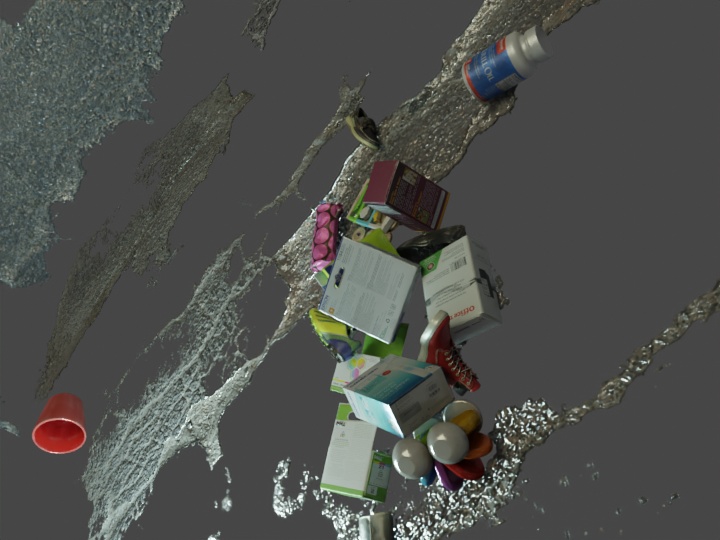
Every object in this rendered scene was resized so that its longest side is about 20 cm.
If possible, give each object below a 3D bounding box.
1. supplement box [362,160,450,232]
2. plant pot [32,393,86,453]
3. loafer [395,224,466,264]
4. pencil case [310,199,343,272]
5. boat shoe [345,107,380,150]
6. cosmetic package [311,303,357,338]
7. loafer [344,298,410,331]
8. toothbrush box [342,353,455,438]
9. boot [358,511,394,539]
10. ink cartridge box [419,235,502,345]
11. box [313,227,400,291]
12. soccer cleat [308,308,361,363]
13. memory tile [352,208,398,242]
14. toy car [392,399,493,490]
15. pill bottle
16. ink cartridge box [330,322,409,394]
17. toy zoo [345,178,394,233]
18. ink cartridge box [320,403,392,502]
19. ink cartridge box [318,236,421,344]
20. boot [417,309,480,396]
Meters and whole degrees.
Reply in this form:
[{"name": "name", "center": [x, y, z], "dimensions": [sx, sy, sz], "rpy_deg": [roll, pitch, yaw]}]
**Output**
[{"name": "supplement box", "center": [0.114, -0.177, 1.618], "dimensions": [0.085, 0.200, 0.111], "rpy_deg": [9, 78, 49]}, {"name": "plant pot", "center": [-1.210, 0.610, 2.694], "dimensions": [0.201, 0.200, 0.178], "rpy_deg": [-50, 32, 18]}, {"name": "loafer", "center": [0.174, -0.063, 1.611], "dimensions": [0.199, 0.073, 0.072], "rpy_deg": [-6, 45, 42]}, {"name": "pencil case", "center": [-0.092, -0.095, 1.895], "dimensions": [0.093, 0.091, 0.201], "rpy_deg": [-14, 63, 36]}, {"name": "boat shoe", "center": [0.011, -0.422, 1.955], "dimensions": [0.065, 0.073, 0.200], "rpy_deg": [-54, 41, 21]}, {"name": "cosmetic package", "center": [-0.033, 0.081, 1.742], "dimensions": [0.201, 0.090, 0.107], "rpy_deg": [-60, 40, 11]}, {"name": "loafer", "center": [0.043, 0.095, 1.646], "dimensions": [0.200, 0.075, 0.070], "rpy_deg": [-40, 75, 20]}, {"name": "toothbrush box", "center": [0.078, 0.260, 1.412], "dimensions": [0.146, 0.086, 0.200], "rpy_deg": [-31, 15, -24]}, {"name": "boot", "center": [0.062, 0.613, 1.393], "dimensions": [0.181, 0.072, 0.201], "rpy_deg": [-21, 50, 38]}, {"name": "ink cartridge box", "center": [0.221, 0.048, 1.480], "dimensions": [0.146, 0.083, 0.201], "rpy_deg": [-30, 51, 36]}, {"name": "box", "center": [0.000, 0.000, 1.642], "dimensions": [0.200, 0.122, 0.048], "rpy_deg": [-37, 4, -11]}, {"name": "soccer cleat", "center": [-0.064, 0.152, 1.652], "dimensions": [0.084, 0.065, 0.200], "rpy_deg": [-34, 42, -9]}, {"name": "memory tile", "center": [0.040, -0.112, 1.797], "dimensions": [0.153, 0.017, 0.201], "rpy_deg": [13, 76, 50]}, {"name": "toy car", "center": [0.175, 0.366, 1.338], "dimensions": [0.200, 0.175, 0.150], "rpy_deg": [-33, 88, 28]}, {"name": "pill bottle", "center": [0.352, -0.497, 1.589], "dimensions": [0.200, 0.112, 0.113], "rpy_deg": [-25, 54, 38]}, {"name": "ink cartridge box", "center": [0.022, 0.212, 1.621], "dimensions": [0.147, 0.076, 0.201], "rpy_deg": [3, 75, 48]}, {"name": "toy zoo", "center": [0.052, -0.175, 1.796], "dimensions": [0.200, 0.020, 0.132], "rpy_deg": [22, 82, 51]}, {"name": "ink cartridge box", "center": [0.001, 0.416, 1.532], "dimensions": [0.147, 0.076, 0.201], "rpy_deg": [-8, 61, 46]}, {"name": "ink cartridge box", "center": [0.021, 0.043, 1.567], "dimensions": [0.199, 0.043, 0.197], "rpy_deg": [25, 105, 18]}, {"name": "boot", "center": [0.195, 0.176, 1.370], "dimensions": [0.144, 0.200, 0.072], "rpy_deg": [34, 58, 24]}]
